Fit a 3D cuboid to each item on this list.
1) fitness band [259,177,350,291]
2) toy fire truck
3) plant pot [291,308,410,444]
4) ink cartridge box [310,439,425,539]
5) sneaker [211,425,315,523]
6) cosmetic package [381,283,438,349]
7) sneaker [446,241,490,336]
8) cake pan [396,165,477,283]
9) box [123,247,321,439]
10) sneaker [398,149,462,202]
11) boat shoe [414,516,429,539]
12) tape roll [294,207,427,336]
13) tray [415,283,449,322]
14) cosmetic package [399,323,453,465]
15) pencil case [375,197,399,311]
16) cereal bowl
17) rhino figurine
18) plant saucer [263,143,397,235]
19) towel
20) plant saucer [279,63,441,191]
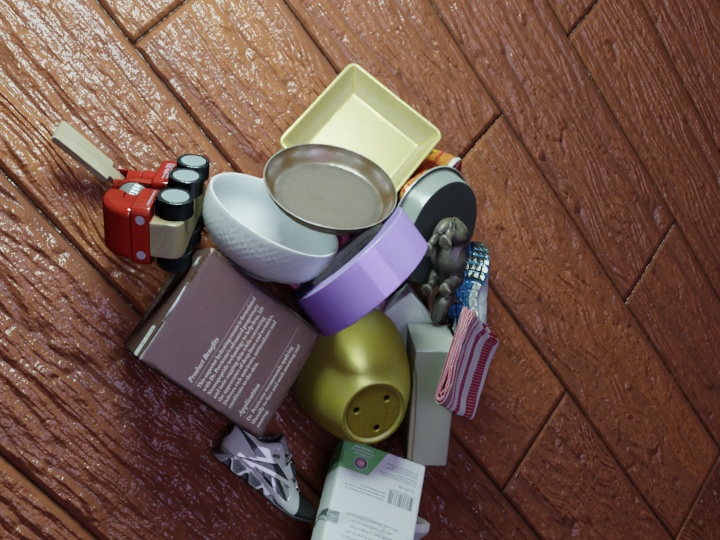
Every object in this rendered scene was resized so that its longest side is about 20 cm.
[{"bbox_3d":[-0.107,-0.056,0.999,0.198,0.037,0.146,35,76,-12],"label":"fitness band"},{"bbox_3d":[-0.306,-0.105,0.841,0.193,0.178,0.132,7,121,-6],"label":"toy fire truck"},{"bbox_3d":[-0.001,0.175,0.969,0.194,0.142,0.206,-7,114,-17],"label":"plant pot"},{"bbox_3d":[0.006,0.384,0.978,0.142,0.084,0.205,22,59,-10],"label":"ink cartridge box"},{"bbox_3d":[-0.126,0.303,0.977,0.200,0.074,0.089,47,72,-20],"label":"sneaker"},{"bbox_3d":[0.109,0.128,1.104,0.082,0.051,0.202,-35,108,7],"label":"cosmetic package"},{"bbox_3d":[0.192,0.051,1.125,0.087,0.073,0.206,43,55,-59],"label":"sneaker"},{"bbox_3d":[0.123,-0.066,1.045,0.197,0.036,0.206,-27,131,-35],"label":"cake pan"},{"bbox_3d":[-0.193,0.098,0.893,0.199,0.163,0.168,40,73,-21],"label":"box"},{"bbox_3d":[0.105,-0.149,1.082,0.199,0.075,0.075,-39,145,-53],"label":"sneaker"},{"bbox_3d":[0.024,0.436,1.057,0.195,0.071,0.071,12,86,-28],"label":"boat shoe"},{"bbox_3d":[0.000,0.000,0.906,0.200,0.199,0.066,-45,101,-21],"label":"tape roll"},{"bbox_3d":[0.140,-0.014,1.147,0.096,0.037,0.207,-14,97,-27],"label":"tray"},{"bbox_3d":[0.109,0.202,1.048,0.070,0.104,0.207,1,108,-4],"label":"cosmetic package"},{"bbox_3d":[0.021,-0.028,1.059,0.086,0.081,0.206,36,70,-58],"label":"pencil case"},{"bbox_3d":[-0.132,-0.047,0.892,0.196,0.202,0.085,21,115,-26],"label":"cereal bowl"},{"bbox_3d":[0.137,0.007,1.025,0.088,0.058,0.205,-46,144,-44],"label":"rhino figurine"},{"bbox_3d":[-0.044,-0.114,0.921,0.195,0.202,0.033,-9,138,-27],"label":"plant saucer"},{"bbox_3d":[0.172,0.154,1.006,0.200,0.022,0.148,39,68,-60],"label":"towel"},{"bbox_3d":[0.000,-0.203,1.036,0.198,0.049,0.201,39,71,5],"label":"plant saucer"}]
